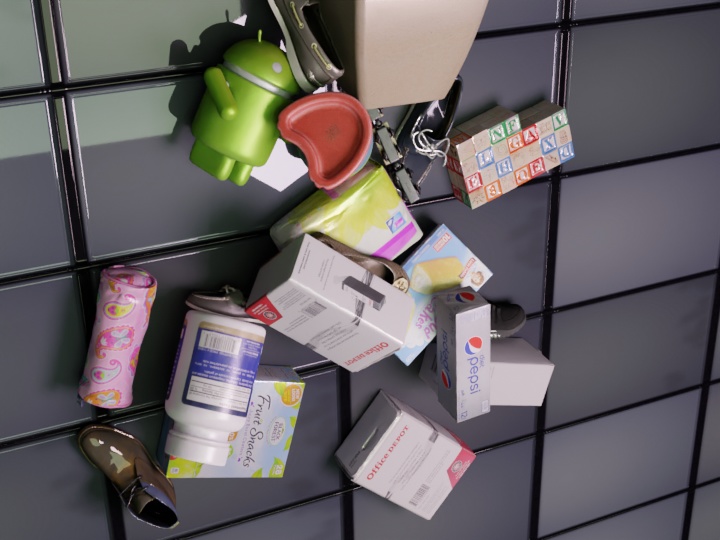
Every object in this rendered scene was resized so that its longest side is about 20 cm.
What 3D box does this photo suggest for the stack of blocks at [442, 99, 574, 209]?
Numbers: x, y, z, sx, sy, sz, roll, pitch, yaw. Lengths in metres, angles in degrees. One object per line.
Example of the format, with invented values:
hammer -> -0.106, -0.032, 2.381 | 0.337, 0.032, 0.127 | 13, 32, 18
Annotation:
stack of blocks -> 0.233, -0.197, 1.673 | 0.198, 0.059, 0.116 | -27, 121, -14

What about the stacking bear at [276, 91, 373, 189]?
stacking bear -> -0.038, -0.173, 1.467 | 0.113, 0.200, 0.122 | -34, 88, -2

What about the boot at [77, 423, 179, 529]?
boot -> -0.340, 0.309, 1.589 | 0.075, 0.097, 0.200 | -44, 124, -2

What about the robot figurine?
robot figurine -> -0.155, -0.221, 1.433 | 0.175, 0.115, 0.202 | 12, 106, -58

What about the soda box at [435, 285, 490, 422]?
soda box -> 0.160, 0.130, 1.647 | 0.063, 0.068, 0.203 | -15, 120, -20

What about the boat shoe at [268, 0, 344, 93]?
boat shoe -> -0.078, -0.341, 1.405 | 0.060, 0.072, 0.204 | -19, 91, 25

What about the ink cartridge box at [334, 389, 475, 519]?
ink cartridge box -> 0.076, 0.316, 1.809 | 0.199, 0.085, 0.146 | 34, 95, -35

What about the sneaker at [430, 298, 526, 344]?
sneaker -> 0.193, 0.071, 1.765 | 0.197, 0.073, 0.083 | -7, 108, -26

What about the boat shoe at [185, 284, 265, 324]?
boat shoe -> -0.162, 0.047, 1.580 | 0.198, 0.067, 0.058 | 14, 96, -26

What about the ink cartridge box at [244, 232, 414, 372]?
ink cartridge box -> -0.043, 0.051, 1.521 | 0.199, 0.144, 0.085 | 31, 56, -20

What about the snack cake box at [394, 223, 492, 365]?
snack cake box -> 0.100, 0.038, 1.680 | 0.115, 0.067, 0.200 | 43, 89, -3

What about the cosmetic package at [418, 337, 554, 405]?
cosmetic package -> 0.214, 0.168, 1.799 | 0.197, 0.108, 0.086 | 6, 109, -27

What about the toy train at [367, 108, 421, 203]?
toy train -> 0.037, -0.192, 1.566 | 0.034, 0.046, 0.202 | -27, 107, 0

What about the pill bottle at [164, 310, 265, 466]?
pill bottle -> -0.212, 0.167, 1.505 | 0.118, 0.119, 0.203 | 17, 82, -31

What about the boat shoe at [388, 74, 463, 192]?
boat shoe -> 0.103, -0.206, 1.602 | 0.074, 0.062, 0.202 | 17, 104, -33

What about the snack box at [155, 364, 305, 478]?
snack box -> -0.201, 0.232, 1.643 | 0.197, 0.068, 0.171 | 4, 109, -29

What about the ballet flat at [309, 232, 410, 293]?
ballet flat -> 0.000, 0.000, 1.572 | 0.199, 0.046, 0.068 | 28, 100, -34

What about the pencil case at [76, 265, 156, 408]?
pencil case -> -0.347, 0.095, 1.501 | 0.086, 0.087, 0.203 | 7, 109, -29

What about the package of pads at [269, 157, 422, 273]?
package of pads -> -0.022, -0.059, 1.601 | 0.199, 0.068, 0.155 | -39, 124, -7

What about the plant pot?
plant pot -> 0.040, -0.334, 1.446 | 0.197, 0.200, 0.179 | -10, 127, -22
